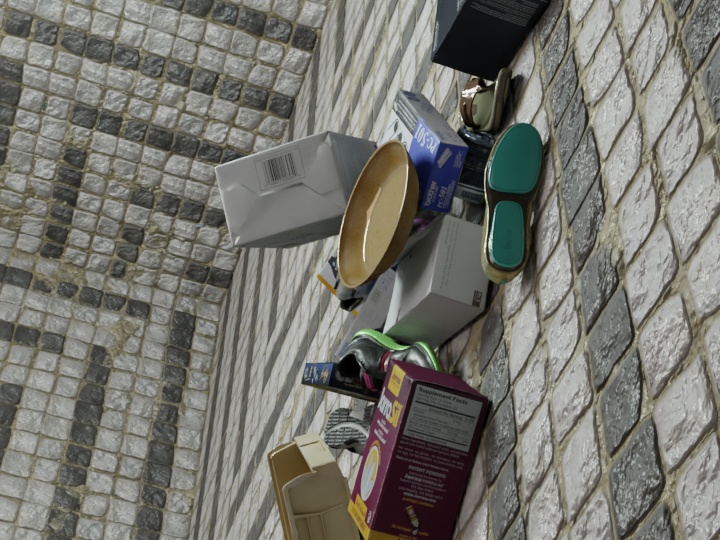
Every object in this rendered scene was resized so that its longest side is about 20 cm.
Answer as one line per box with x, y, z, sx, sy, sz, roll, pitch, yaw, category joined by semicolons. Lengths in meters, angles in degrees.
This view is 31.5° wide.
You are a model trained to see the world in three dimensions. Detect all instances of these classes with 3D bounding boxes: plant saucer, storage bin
0.028;-0.069;1.666;0.201;0.035;0.202;-51;30;43;plant saucer
-0.064;0.354;1.819;0.200;0.092;0.202;-153;51;-79;storage bin

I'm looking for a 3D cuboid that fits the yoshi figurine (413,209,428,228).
0.073;-0.120;1.877;0.200;0.111;0.114;20;-131;-77;yoshi figurine

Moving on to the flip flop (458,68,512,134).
0.161;-0.233;1.760;0.200;0.057;0.082;-178;103;-78;flip flop

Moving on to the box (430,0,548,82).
0.182;-0.403;1.761;0.182;0.103;0.203;126;157;-57;box

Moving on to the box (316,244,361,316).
0.006;0.005;2.048;0.041;0.119;0.200;-44;-3;-29;box

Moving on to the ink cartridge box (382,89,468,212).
0.083;-0.164;1.720;0.200;0.044;0.095;-120;42;-59;ink cartridge box

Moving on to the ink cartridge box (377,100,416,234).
0.063;-0.147;2.049;0.146;0.082;0.202;-94;23;-58;ink cartridge box

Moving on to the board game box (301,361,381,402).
-0.002;0.165;1.845;0.200;0.133;0.035;164;121;-76;board game box

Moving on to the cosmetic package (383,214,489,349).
0.103;0.020;1.664;0.200;0.080;0.114;127;158;-64;cosmetic package

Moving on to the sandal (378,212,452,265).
0.064;-0.050;1.768;0.082;0.050;0.202;-41;-6;28;sandal

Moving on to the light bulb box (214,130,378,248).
-0.079;-0.115;1.901;0.200;0.195;0.127;-2;-102;-70;light bulb box

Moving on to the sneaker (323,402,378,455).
0.029;0.229;1.798;0.199;0.079;0.075;-3;68;59;sneaker

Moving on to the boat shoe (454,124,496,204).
0.138;-0.156;1.763;0.200;0.070;0.092;-136;62;-69;boat shoe

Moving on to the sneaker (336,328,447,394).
0.043;0.135;1.672;0.084;0.077;0.199;-42;28;-26;sneaker

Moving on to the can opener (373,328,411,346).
0.051;0.113;1.850;0.079;0.063;0.200;62;179;2;can opener

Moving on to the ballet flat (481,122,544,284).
0.175;-0.076;1.502;0.071;0.070;0.203;129;153;-63;ballet flat

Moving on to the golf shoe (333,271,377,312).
0.000;0.000;1.867;0.098;0.078;0.201;-56;-17;-19;golf shoe

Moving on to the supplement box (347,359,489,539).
0.066;0.224;1.528;0.131;0.102;0.203;-151;77;-78;supplement box

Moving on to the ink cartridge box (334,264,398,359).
0.036;0.053;1.907;0.094;0.044;0.201;-41;-15;-50;ink cartridge box
